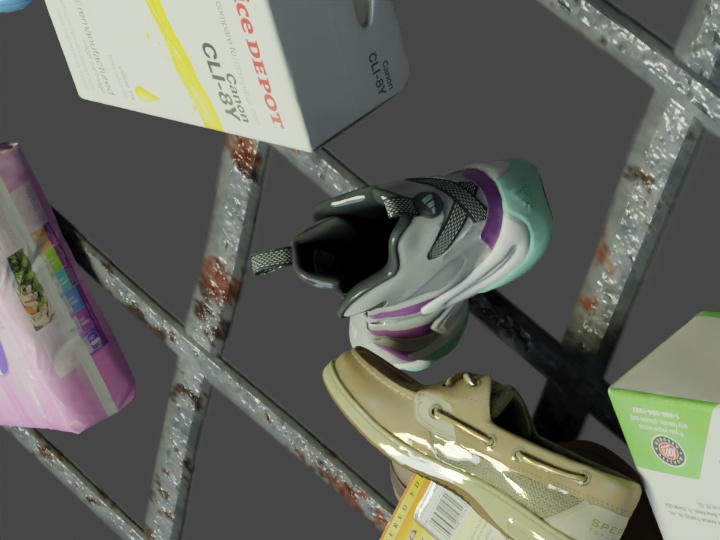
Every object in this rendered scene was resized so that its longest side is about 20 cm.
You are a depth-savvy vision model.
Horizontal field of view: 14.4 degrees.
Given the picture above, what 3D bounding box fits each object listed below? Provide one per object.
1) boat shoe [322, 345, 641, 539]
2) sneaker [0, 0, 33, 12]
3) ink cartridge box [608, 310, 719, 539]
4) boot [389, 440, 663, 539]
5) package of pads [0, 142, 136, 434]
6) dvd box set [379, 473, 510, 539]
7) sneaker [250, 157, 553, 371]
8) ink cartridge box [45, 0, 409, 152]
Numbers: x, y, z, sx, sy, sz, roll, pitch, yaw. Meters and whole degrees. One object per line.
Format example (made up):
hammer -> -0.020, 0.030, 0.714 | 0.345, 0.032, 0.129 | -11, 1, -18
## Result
boat shoe -> 0.064, 0.087, 1.502 | 0.200, 0.072, 0.065 | 35, 102, 35
sneaker -> -0.266, -0.227, 1.728 | 0.200, 0.071, 0.083 | 27, 135, 26
ink cartridge box -> 0.229, 0.129, 1.433 | 0.145, 0.084, 0.200 | 7, 127, 50
boot -> 0.098, 0.145, 1.640 | 0.200, 0.070, 0.146 | 46, 153, 11
package of pads -> -0.240, 0.014, 1.914 | 0.120, 0.076, 0.200 | -1, 120, 50
dvd box set -> 0.082, 0.199, 1.536 | 0.200, 0.029, 0.146 | 37, 109, 37
sneaker -> 0.000, 0.000, 1.533 | 0.200, 0.140, 0.078 | -51, 51, 52
ink cartridge box -> -0.084, -0.157, 1.546 | 0.200, 0.083, 0.145 | 15, 132, 43
